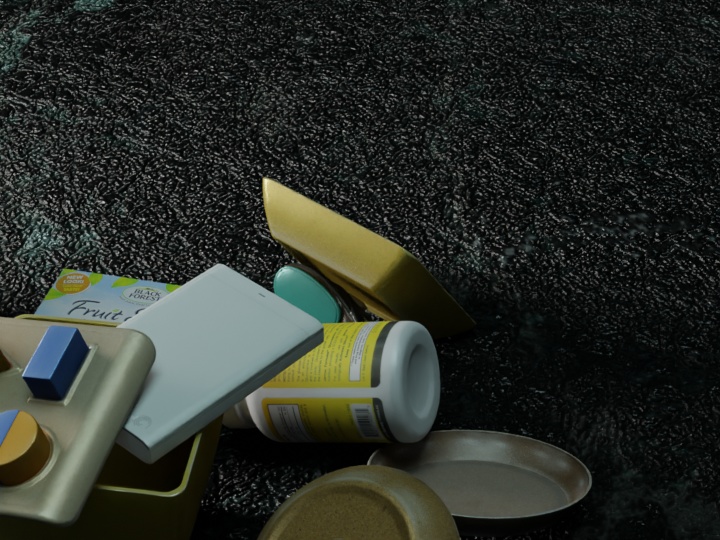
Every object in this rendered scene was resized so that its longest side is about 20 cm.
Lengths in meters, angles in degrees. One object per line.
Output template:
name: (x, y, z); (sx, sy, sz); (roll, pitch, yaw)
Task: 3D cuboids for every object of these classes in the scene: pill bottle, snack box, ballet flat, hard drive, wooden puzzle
pill bottle: (-0.035, 0.105, 1.459); (0.199, 0.113, 0.113); (-2, 35, 24)
snack box: (-0.232, 0.084, 1.545); (0.199, 0.068, 0.169); (10, 39, 11)
ballet flat: (-0.010, 0.066, 1.571); (0.068, 0.068, 0.200); (3, 36, -51)
hard drive: (-0.146, 0.073, 1.305); (0.132, 0.026, 0.200); (29, 46, 32)
wooden puzzle: (-0.285, 0.104, 1.226); (0.199, 0.046, 0.186); (7, 50, 18)

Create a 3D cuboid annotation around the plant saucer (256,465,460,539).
plant saucer: (-0.015, 0.247, 1.281); (0.200, 0.035, 0.201); (-13, 56, 19)

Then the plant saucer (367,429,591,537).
plant saucer: (0.105, 0.192, 1.386); (0.200, 0.032, 0.200); (3, 15, -1)

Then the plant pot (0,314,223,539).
plant pot: (-0.222, 0.175, 1.337); (0.199, 0.177, 0.200); (5, 38, 6)

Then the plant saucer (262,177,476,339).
plant saucer: (0.000, 0.000, 1.587); (0.200, 0.200, 0.049); (28, 82, 32)
